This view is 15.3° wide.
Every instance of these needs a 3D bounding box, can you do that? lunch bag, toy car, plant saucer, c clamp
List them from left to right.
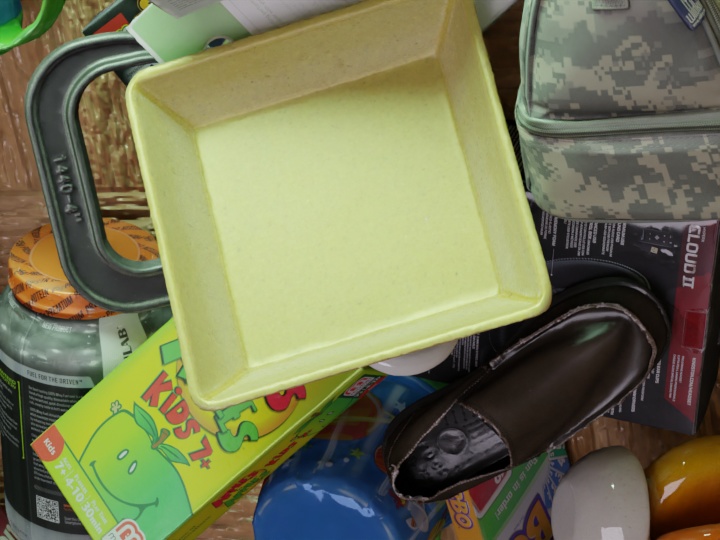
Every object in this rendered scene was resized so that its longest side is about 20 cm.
[{"bbox_3d":[-0.106,-0.056,1.590,0.170,0.027,0.201,-17,112,1],"label":"c clamp"},{"bbox_3d":[-0.011,-0.036,1.443,0.199,0.048,0.201,-16,69,6],"label":"plant saucer"},{"bbox_3d":[0.153,-0.140,1.400,0.138,0.200,0.169,-2,124,18],"label":"lunch bag"},{"bbox_3d":[0.196,0.202,1.586,0.174,0.150,0.201,2,132,-19],"label":"toy car"}]

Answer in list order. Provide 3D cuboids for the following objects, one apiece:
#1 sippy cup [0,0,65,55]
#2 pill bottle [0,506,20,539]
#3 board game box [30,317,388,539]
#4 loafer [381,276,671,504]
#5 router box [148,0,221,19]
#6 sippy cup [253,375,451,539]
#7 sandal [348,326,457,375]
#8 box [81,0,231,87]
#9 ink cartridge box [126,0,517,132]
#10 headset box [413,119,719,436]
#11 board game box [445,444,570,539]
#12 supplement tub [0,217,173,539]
[{"bbox_3d":[-0.258,-0.206,1.574,0.176,0.140,0.131,7,113,-13],"label":"sippy cup"},{"bbox_3d":[-0.270,0.221,1.826,0.114,0.114,0.200,-30,105,32],"label":"pill bottle"},{"bbox_3d":[-0.090,0.081,1.584,0.200,0.048,0.102,-41,72,15],"label":"board game box"},{"bbox_3d":[0.094,0.080,1.530,0.200,0.071,0.073,-38,101,23],"label":"loafer"},{"bbox_3d":[-0.036,-0.251,1.434,0.199,0.181,0.049,-19,150,28],"label":"router box"},{"bbox_3d":[-0.002,0.137,1.658,0.178,0.130,0.140,40,125,-5],"label":"sippy cup"},{"bbox_3d":[0.007,0.000,1.525,0.082,0.203,0.050,-4,130,-14],"label":"sandal"},{"bbox_3d":[-0.051,-0.144,1.577,0.199,0.040,0.137,-33,103,32],"label":"box"},{"bbox_3d":[-0.011,-0.158,1.493,0.200,0.048,0.146,-43,101,14],"label":"ink cartridge box"},{"bbox_3d":[0.134,0.002,1.570,0.198,0.077,0.150,10,122,14],"label":"headset box"},{"bbox_3d":[0.098,0.154,1.659,0.030,0.095,0.201,8,124,40],"label":"board game box"},{"bbox_3d":[-0.170,0.076,1.700,0.122,0.123,0.201,10,122,15],"label":"supplement tub"}]
